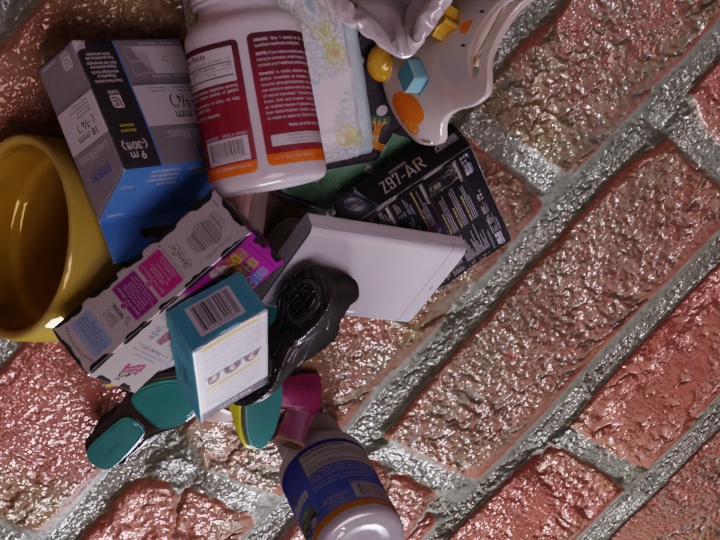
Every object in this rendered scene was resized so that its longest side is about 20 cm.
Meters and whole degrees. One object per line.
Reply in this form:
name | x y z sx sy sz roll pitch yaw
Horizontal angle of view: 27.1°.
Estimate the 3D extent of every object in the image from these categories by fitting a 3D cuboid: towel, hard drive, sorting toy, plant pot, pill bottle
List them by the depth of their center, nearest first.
pill bottle | -0.102 -0.176 1.403 0.113 0.113 0.201 -10 90 -17
sorting toy | 0.109 -0.230 1.485 0.107 0.180 0.200 31 85 -26
plant pot | -0.267 -0.028 1.495 0.189 0.201 0.201 4 123 -44
towel | -0.081 -0.198 1.499 0.171 0.048 0.201 -13 104 -14
hard drive | 0.003 -0.155 1.614 0.139 0.038 0.200 16 115 -32
hard drive | 0.000 0.000 1.625 0.199 0.027 0.132 8 136 -32
pill bottle | -0.032 0.263 1.785 0.112 0.200 0.112 -12 127 -17

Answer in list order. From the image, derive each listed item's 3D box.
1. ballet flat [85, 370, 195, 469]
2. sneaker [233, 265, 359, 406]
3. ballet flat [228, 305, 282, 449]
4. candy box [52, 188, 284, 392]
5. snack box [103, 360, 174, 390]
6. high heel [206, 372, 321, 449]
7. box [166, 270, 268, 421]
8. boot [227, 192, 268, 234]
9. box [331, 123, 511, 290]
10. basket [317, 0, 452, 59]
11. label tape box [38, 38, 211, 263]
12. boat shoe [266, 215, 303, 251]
ballet flat | -0.237 0.153 1.681 0.073 0.073 0.200 27 131 -35
sneaker | -0.071 0.076 1.603 0.200 0.076 0.091 -45 156 26
ballet flat | -0.125 0.103 1.687 0.067 0.067 0.201 -21 124 -44
candy box | -0.178 0.022 1.412 0.200 0.061 0.136 -41 164 -1
snack box | -0.213 0.078 1.592 0.142 0.200 0.053 -20 86 -10
high heel | -0.142 0.135 1.762 0.200 0.096 0.067 26 153 -22
box | -0.135 0.076 1.437 0.082 0.049 0.200 -30 161 -16
boot | -0.129 -0.065 1.584 0.070 0.201 0.146 9 158 2
box | 0.073 -0.053 1.677 0.160 0.044 0.200 -34 144 -1
basket | 0.028 -0.331 1.375 0.198 0.161 0.200 36 105 1
label tape box | -0.202 -0.118 1.418 0.063 0.201 0.144 -29 170 37
boat shoe | -0.084 0.020 1.695 0.067 0.057 0.201 18 119 12
